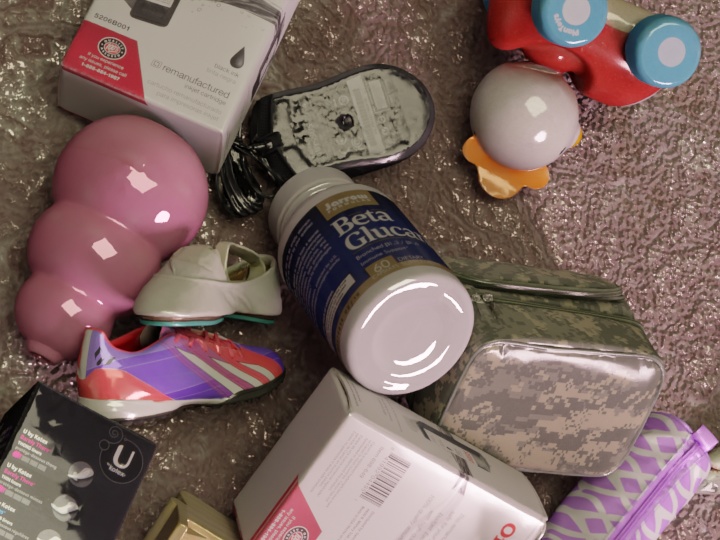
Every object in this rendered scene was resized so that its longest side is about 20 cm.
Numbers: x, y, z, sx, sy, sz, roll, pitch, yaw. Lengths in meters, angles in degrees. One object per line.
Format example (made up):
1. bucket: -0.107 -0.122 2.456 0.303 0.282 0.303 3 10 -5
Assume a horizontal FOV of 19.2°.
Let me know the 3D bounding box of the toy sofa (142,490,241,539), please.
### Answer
1. toy sofa: -0.084 0.261 1.646 0.199 0.098 0.083 32 96 -12

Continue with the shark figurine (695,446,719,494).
1. shark figurine: 0.401 0.183 1.860 0.128 0.213 0.090 -54 142 -53

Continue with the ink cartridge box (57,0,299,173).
1. ink cartridge box: -0.139 -0.202 1.722 0.144 0.083 0.201 22 67 2

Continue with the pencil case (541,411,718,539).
1. pencil case: 0.213 0.207 1.780 0.084 0.085 0.200 44 63 -4

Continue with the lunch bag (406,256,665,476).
1. lunch bag: 0.129 0.064 1.755 0.199 0.140 0.168 6 33 -22

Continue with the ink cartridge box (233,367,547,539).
1. ink cartridge box: 0.023 0.189 1.650 0.199 0.085 0.146 31 105 -22

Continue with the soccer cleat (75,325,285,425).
1. soccer cleat: -0.135 0.071 1.651 0.199 0.068 0.074 -8 100 -43

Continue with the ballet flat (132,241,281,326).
1. ballet flat: -0.118 0.009 1.653 0.200 0.069 0.070 1 69 -67

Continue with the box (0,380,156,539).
1. box: -0.247 0.202 1.563 0.106 0.122 0.201 29 67 -13

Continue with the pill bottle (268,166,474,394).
1. pill bottle: 0.000 0.000 1.684 0.110 0.112 0.200 -14 36 -20

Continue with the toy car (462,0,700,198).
1. toy car: 0.169 -0.151 1.843 0.176 0.184 0.201 21 97 -17

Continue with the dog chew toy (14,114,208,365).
1. dog chew toy: -0.201 -0.019 1.652 0.124 0.124 0.201 30 74 -13

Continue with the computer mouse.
1. computer mouse: -0.036 -0.120 1.789 0.198 0.053 0.140 -10 78 -14
